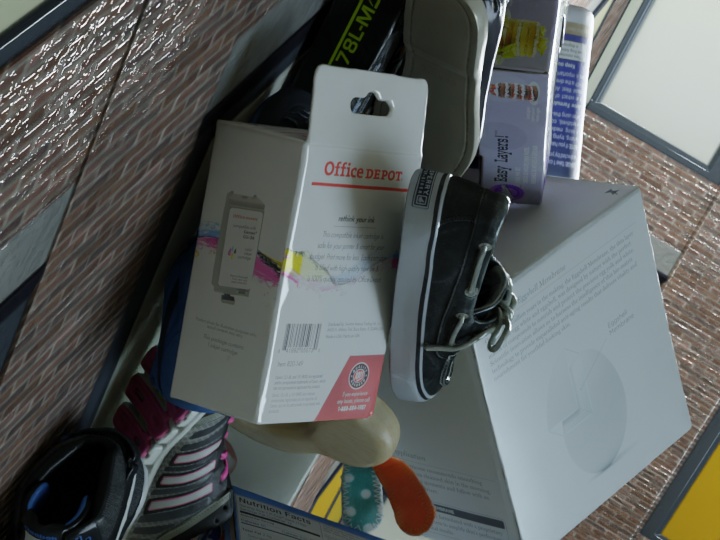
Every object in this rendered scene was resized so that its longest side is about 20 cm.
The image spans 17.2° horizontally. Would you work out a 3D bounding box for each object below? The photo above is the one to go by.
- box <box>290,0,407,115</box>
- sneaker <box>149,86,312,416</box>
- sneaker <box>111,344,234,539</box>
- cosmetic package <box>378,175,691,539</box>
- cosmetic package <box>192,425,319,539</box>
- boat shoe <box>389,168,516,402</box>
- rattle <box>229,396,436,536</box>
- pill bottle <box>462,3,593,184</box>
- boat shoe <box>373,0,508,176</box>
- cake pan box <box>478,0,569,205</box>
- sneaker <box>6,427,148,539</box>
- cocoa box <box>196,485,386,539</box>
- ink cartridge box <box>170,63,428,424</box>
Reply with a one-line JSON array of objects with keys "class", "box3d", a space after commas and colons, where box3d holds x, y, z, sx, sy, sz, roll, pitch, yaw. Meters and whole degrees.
[{"class": "box", "box3d": [0.028, -0.178, 1.492, 0.200, 0.047, 0.193, -62, 176, 25]}, {"class": "sneaker", "box3d": [-0.080, -0.015, 1.409, 0.066, 0.078, 0.200, 16, 91, -45]}, {"class": "sneaker", "box3d": [-0.108, 0.112, 1.497, 0.200, 0.087, 0.074, -57, -144, 16]}, {"class": "cosmetic package", "box3d": [0.114, 0.064, 1.687, 0.199, 0.123, 0.200, -34, 121, -37]}, {"class": "cosmetic package", "box3d": [-0.115, 0.168, 1.653, 0.200, 0.087, 0.103, -60, -162, 4]}, {"class": "boat shoe", "box3d": [0.057, 0.015, 1.386, 0.199, 0.068, 0.074, 94, 10, -50]}, {"class": "rattle", "box3d": [-0.015, 0.065, 1.576, 0.130, 0.200, 0.143, -44, -161, 33]}, {"class": "pill bottle", "box3d": [0.110, -0.103, 1.809, 0.120, 0.120, 0.200, -2, 98, -82]}, {"class": "boat shoe", "box3d": [0.058, -0.123, 1.448, 0.063, 0.073, 0.200, -50, 164, -30]}, {"class": "cake pan box", "box3d": [0.114, -0.165, 1.632, 0.200, 0.052, 0.184, 85, 15, -64]}, {"class": "sneaker", "box3d": [-0.191, 0.178, 1.377, 0.112, 0.073, 0.200, 83, 30, -74]}, {"class": "cocoa box", "box3d": [-0.067, 0.267, 1.545, 0.200, 0.133, 0.131, -59, -158, 24]}, {"class": "ink cartridge box", "box3d": [-0.032, -0.019, 1.347, 0.116, 0.067, 0.200, 2, 101, -55]}]
